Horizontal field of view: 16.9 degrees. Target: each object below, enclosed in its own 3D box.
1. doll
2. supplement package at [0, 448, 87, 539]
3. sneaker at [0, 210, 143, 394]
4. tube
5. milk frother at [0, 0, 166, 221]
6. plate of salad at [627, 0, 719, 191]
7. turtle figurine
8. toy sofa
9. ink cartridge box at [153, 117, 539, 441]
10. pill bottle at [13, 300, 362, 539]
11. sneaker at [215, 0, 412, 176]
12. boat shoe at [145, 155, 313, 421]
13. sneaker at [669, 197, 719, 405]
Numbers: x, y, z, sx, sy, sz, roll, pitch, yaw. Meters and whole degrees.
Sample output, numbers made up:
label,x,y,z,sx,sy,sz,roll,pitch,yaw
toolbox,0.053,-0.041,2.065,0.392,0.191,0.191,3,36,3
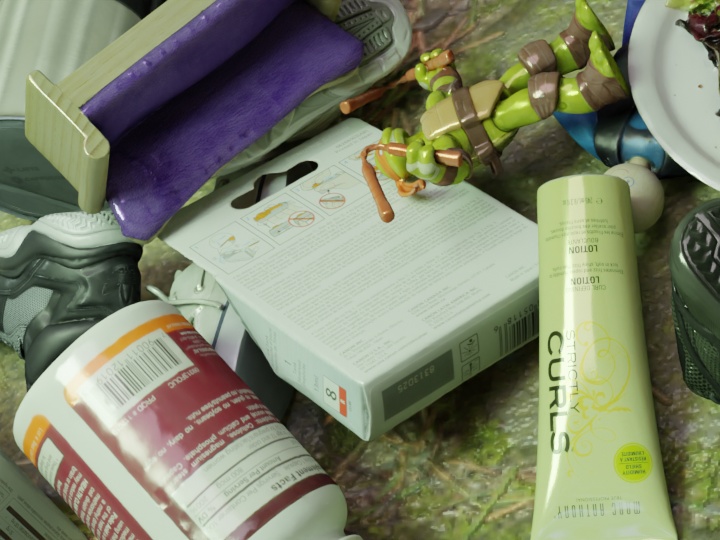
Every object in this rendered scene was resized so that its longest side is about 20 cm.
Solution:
label,x,y,z,sx,sy,sz,roll,pitch,yaw
doll,0.170,-0.105,1.387,0.136,0.049,0.201,6,59,21
supplement package,-0.282,0.106,1.399,0.111,0.156,0.200,-46,50,-8
sneaker,-0.201,0.038,1.456,0.200,0.075,0.114,-19,74,42
tube,0.124,0.050,1.282,0.058,0.052,0.201,-20,66,50
milk frother,-0.170,-0.162,1.505,0.180,0.200,0.189,-4,56,20
plate of salad,0.246,-0.118,1.329,0.199,0.048,0.201,-2,57,3
turtle figurine,0.070,-0.084,1.363,0.161,0.065,0.200,-26,19,13
toy sofa,-0.087,-0.115,1.370,0.200,0.083,0.098,-40,79,-20
ink cartridge box,0.000,0.000,1.368,0.162,0.050,0.200,-30,41,-28
pill bottle,-0.079,0.122,1.276,0.114,0.114,0.200,-42,74,-5
sneaker,-0.061,-0.096,1.467,0.199,0.099,0.078,-25,77,-17
boat shoe,-0.083,0.018,1.415,0.086,0.075,0.203,-8,52,22
sneaker,0.225,0.061,1.237,0.076,0.114,0.200,-36,77,-7
